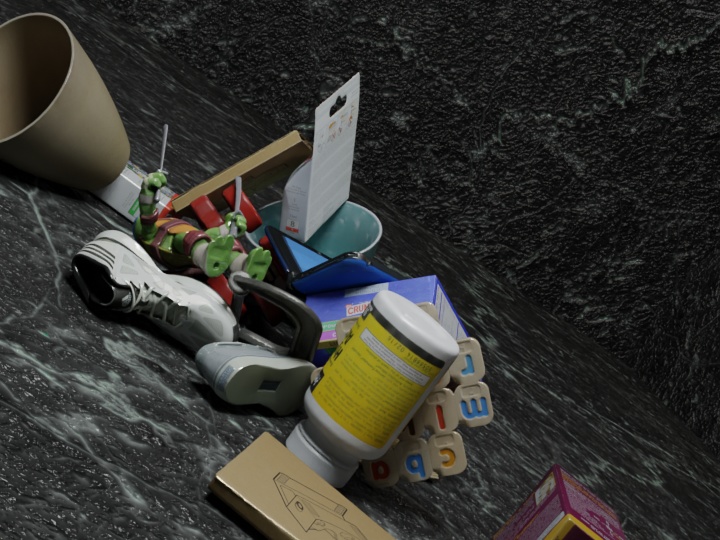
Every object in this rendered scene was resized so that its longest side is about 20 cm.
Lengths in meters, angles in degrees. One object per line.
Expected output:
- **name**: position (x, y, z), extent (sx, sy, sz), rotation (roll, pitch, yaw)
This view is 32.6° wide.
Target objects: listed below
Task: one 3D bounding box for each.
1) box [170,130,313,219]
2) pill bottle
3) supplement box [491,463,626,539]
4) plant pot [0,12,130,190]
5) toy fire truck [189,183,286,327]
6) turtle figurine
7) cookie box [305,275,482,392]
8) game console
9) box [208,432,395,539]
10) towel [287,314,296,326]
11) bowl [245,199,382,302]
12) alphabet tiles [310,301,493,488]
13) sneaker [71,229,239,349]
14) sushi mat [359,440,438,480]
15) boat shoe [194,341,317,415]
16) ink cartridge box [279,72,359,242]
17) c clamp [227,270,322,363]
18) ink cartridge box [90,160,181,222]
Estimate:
- **box**: position (-0.157, -0.129, 1.724), extent (0.021, 0.198, 0.163), rotation (61, 5, 6)
- **pill bottle**: position (0.008, 0.131, 1.326), extent (0.111, 0.201, 0.111), rotation (35, 9, -7)
- **supplement box**: position (0.228, 0.327, 1.412), extent (0.103, 0.131, 0.200), rotation (37, 10, -2)
- **plant pot**: position (-0.385, -0.190, 1.570), extent (0.187, 0.187, 0.200), rotation (44, -2, 37)
- **toy fire truck**: position (-0.162, -0.011, 1.656), extent (0.201, 0.112, 0.168), rotation (52, -6, 11)
- **turtle figurine**: position (-0.189, -0.069, 1.470), extent (0.193, 0.200, 0.145), rotation (30, -26, 40)
- **cookie box**: position (0.041, 0.101, 1.495), extent (0.201, 0.169, 0.076), rotation (57, 31, -47)
- **game console**: position (0.000, 0.000, 1.537), extent (0.199, 0.170, 0.120), rotation (27, 52, -39)
- **box**: position (-0.038, 0.239, 1.151), extent (0.199, 0.021, 0.163), rotation (39, 11, 5)
- **towel**: position (-0.040, 0.101, 1.819), extent (0.152, 0.024, 0.200), rotation (25, 16, -48)
- **bowl**: position (-0.069, -0.017, 1.772), extent (0.198, 0.106, 0.202), rotation (2, 28, -1)
- **alphabet tiles**: position (0.046, 0.140, 1.386), extent (0.015, 0.197, 0.198), rotation (-36, 114, -79)
- **sneaker**: position (-0.232, 0.040, 1.342), extent (0.199, 0.076, 0.115), rotation (34, 21, 2)
- **sushi mat**: position (0.019, 0.217, 1.522), extent (0.096, 0.012, 0.199), rotation (45, 12, 34)
- **boat shoe**: position (-0.114, 0.111, 1.373), extent (0.071, 0.070, 0.200), rotation (38, 8, 26)
- **ink cartridge box**: position (-0.057, -0.162, 1.717), extent (0.050, 0.202, 0.162), rotation (14, 31, 17)
- **c clamp**: position (-0.124, 0.057, 1.411), extent (0.170, 0.027, 0.200), rotation (33, -29, 0)
- **ink cartridge box**: position (-0.286, -0.087, 1.735), extent (0.199, 0.051, 0.109), rotation (35, 10, -8)
